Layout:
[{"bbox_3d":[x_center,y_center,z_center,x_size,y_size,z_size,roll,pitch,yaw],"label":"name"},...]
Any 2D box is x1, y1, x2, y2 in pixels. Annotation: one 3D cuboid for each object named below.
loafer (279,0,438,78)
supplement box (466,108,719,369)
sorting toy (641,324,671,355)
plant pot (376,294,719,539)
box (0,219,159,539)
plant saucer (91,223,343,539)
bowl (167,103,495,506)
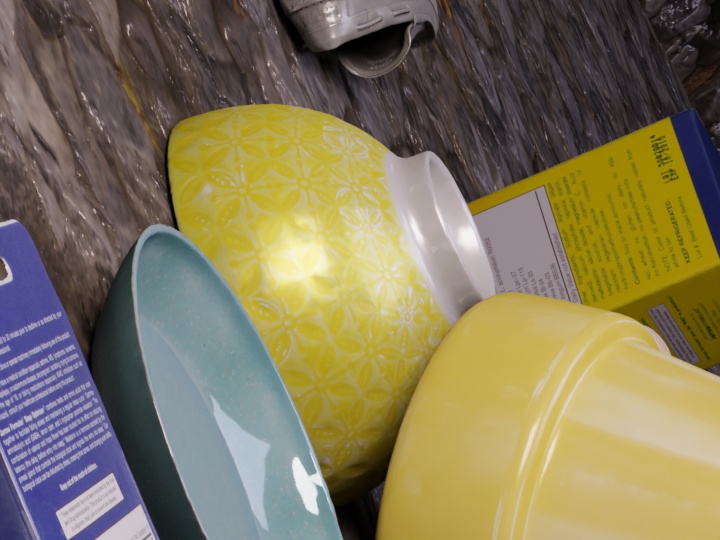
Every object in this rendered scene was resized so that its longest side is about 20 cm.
[{"bbox_3d":[0.002,-0.149,1.816,0.200,0.070,0.070,6,66,-68],"label":"loafer"},{"bbox_3d":[0.134,0.010,1.762,0.110,0.199,0.109,51,20,-54],"label":"supplement box"},{"bbox_3d":[0.123,0.155,1.521,0.036,0.185,0.201,5,56,-41],"label":"sorting toy"},{"bbox_3d":[0.132,0.124,1.353,0.201,0.188,0.202,-35,130,-56],"label":"plant pot"},{"bbox_3d":[-0.101,0.084,0.995,0.121,0.032,0.201,-30,99,-78],"label":"box"},{"bbox_3d":[-0.058,0.081,1.186,0.200,0.036,0.201,-22,90,-78],"label":"plant saucer"},{"bbox_3d":[0.000,0.000,1.419,0.201,0.107,0.200,61,13,-24],"label":"bowl"}]
